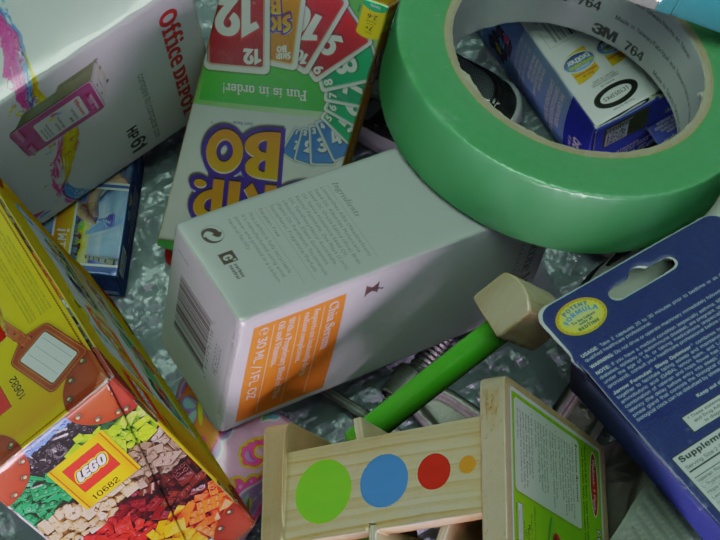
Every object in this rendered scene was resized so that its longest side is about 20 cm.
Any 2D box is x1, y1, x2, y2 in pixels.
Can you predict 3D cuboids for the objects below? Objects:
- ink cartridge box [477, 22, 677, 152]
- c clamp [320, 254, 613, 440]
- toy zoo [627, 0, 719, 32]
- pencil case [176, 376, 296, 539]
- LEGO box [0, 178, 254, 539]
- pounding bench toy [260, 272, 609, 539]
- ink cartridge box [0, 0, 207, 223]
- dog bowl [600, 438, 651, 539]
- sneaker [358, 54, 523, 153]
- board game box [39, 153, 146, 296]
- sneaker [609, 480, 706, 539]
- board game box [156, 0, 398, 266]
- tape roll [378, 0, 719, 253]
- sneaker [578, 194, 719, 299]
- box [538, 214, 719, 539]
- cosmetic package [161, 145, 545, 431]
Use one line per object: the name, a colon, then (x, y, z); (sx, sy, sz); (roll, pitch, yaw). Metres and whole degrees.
ink cartridge box: (0.156, -0.151, 1.099); (0.136, 0.076, 0.200); (-30, 69, -10)
c clamp: (0.080, 0.033, 1.050); (0.171, 0.027, 0.200); (38, 74, 16)
toy zoo: (0.167, -0.182, 1.014); (0.200, 0.020, 0.131); (17, 36, -12)
pencil case: (-0.109, 0.154, 0.976); (0.087, 0.087, 0.200); (27, 71, 12)
LEGO box: (-0.155, 0.054, 0.916); (0.077, 0.149, 0.200); (-38, 47, -1)
pounding bench toy: (0.032, 0.110, 0.944); (0.156, 0.124, 0.201); (-13, 63, 28)
ink cartridge box: (-0.186, -0.101, 1.009); (0.200, 0.145, 0.085); (-37, 71, -12)
dog bowl: (0.216, 0.146, 0.982); (0.199, 0.059, 0.201); (-1, 67, 2)
sneaker: (0.000, -0.130, 1.073); (0.200, 0.114, 0.076); (18, 69, 9)
board game box: (-0.197, -0.086, 1.102); (0.135, 0.034, 0.201); (4, 67, 4)
sneaker: (0.176, 0.168, 0.915); (0.200, 0.073, 0.115); (-37, 113, -34)
board game box: (-0.052, -0.074, 1.031); (0.095, 0.200, 0.030); (21, 25, 10)
tape roll: (0.112, -0.101, 0.979); (0.200, 0.048, 0.201); (8, 51, -9)
sneaker: (0.183, -0.001, 0.986); (0.074, 0.088, 0.200); (46, 47, -9)
box: (0.190, 0.066, 0.889); (0.121, 0.032, 0.200); (-28, 55, -15)
cosmetic package: (0.000, 0.000, 0.969); (0.200, 0.102, 0.071); (-21, 59, -25)
